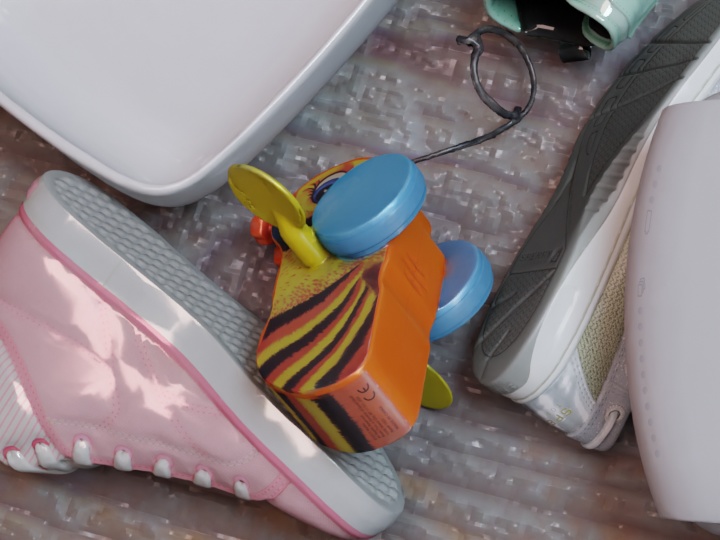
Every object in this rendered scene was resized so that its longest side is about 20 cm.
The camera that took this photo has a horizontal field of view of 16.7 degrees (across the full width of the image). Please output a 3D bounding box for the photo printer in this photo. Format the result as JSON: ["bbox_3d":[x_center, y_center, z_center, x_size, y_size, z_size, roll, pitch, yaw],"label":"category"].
[{"bbox_3d":[0.185,0.014,0.853,0.200,0.069,0.167,0,87,33],"label":"photo printer"}]

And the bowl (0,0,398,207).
[{"bbox_3d":[-0.079,-0.135,1.045,0.200,0.075,0.200,40,84,20],"label":"bowl"}]

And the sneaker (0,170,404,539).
[{"bbox_3d":[-0.081,0.060,0.988,0.200,0.075,0.105,41,103,11],"label":"sneaker"}]

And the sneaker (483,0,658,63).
[{"bbox_3d":[0.142,-0.138,0.975,0.200,0.074,0.118,-3,59,34],"label":"sneaker"}]

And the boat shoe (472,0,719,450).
[{"bbox_3d":[0.119,-0.028,0.973,0.065,0.074,0.202,34,77,-16],"label":"boat shoe"}]

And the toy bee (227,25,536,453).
[{"bbox_3d":[0.000,0.000,0.978,0.109,0.200,0.131,-17,104,35],"label":"toy bee"}]
